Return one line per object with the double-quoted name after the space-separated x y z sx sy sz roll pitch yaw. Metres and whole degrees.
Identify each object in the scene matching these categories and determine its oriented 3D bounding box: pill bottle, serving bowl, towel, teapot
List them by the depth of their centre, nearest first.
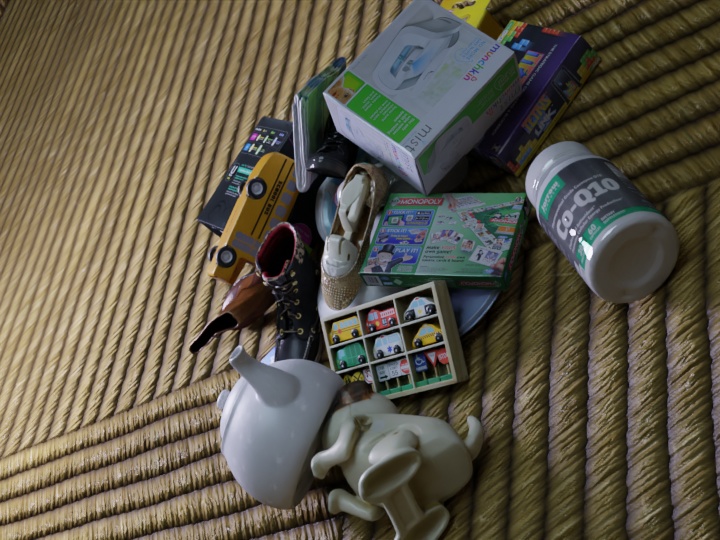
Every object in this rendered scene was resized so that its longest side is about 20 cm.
0.269 -0.061 1.330 0.113 0.113 0.201 -44 35 11 "pill bottle"
-0.114 0.193 1.459 0.197 0.144 0.203 -21 -48 -77 "teapot"
0.000 0.000 1.601 0.200 0.065 0.202 -45 26 29 "serving bowl"
-0.055 -0.216 1.700 0.023 0.149 0.200 7 28 15 "towel"

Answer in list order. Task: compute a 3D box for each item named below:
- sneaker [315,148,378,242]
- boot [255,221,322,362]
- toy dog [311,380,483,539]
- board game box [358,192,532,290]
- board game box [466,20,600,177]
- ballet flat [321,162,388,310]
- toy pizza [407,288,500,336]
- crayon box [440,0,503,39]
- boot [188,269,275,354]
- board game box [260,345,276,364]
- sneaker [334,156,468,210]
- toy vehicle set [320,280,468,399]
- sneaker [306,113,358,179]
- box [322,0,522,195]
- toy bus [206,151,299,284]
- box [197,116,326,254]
0.011 -0.132 1.734 0.129 0.079 0.203 -11 52 46 "sneaker"
-0.100 0.047 1.630 0.072 0.151 0.202 2 56 22 "boot"
0.028 0.205 1.360 0.194 0.140 0.199 -44 33 -12 "toy dog"
0.108 -0.039 1.478 0.197 0.029 0.136 2 52 29 "board game box"
0.213 -0.242 1.612 0.201 0.057 0.165 -55 33 -3 "board game box"
-0.018 -0.050 1.526 0.069 0.065 0.203 6 74 28 "ballet flat"
0.120 0.015 1.512 0.199 0.032 0.202 -30 41 30 "toy pizza"
0.137 -0.326 1.782 0.126 0.051 0.202 9 67 52 "crayon box"
-0.187 0.074 1.710 0.187 0.069 0.200 -30 11 37 "boot"
-0.126 0.202 1.647 0.103 0.019 0.201 -45 34 14 "board game box"
0.053 -0.128 1.635 0.197 0.076 0.084 -15 3 -14 "sneaker"
0.040 0.098 1.475 0.198 0.026 0.126 -19 82 40 "toy vehicle set"
-0.032 -0.185 1.650 0.200 0.059 0.106 -5 -75 -82 "sneaker"
0.084 -0.233 1.542 0.200 0.097 0.176 -45 61 -11 "box"
-0.153 -0.073 1.699 0.203 0.077 0.065 -67 18 -6 "toy bus"
-0.129 -0.115 1.820 0.202 0.148 0.124 -58 33 -9 "box"
